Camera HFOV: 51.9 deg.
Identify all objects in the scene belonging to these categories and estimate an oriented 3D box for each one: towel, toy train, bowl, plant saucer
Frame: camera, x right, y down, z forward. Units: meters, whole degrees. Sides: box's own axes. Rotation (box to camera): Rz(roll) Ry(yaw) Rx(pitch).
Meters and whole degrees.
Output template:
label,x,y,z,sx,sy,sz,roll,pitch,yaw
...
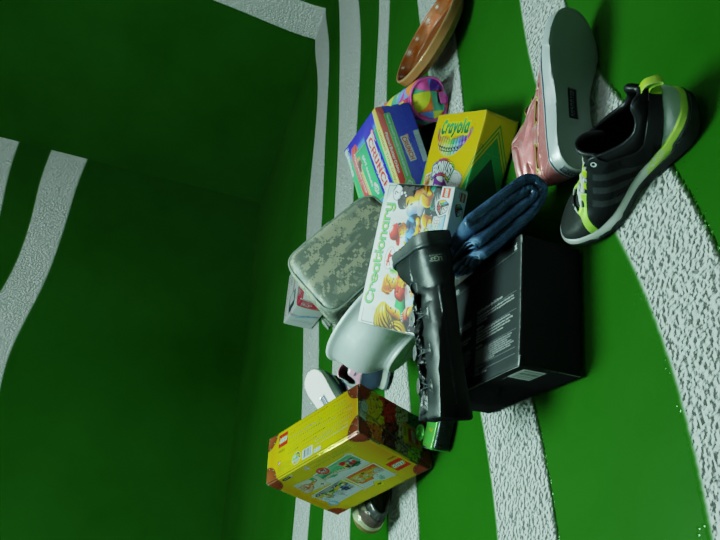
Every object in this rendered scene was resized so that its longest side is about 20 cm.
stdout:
label,x,y,z,sx,sy,sz,roll,pitch,yaw
towel,0.154,-0.045,0.865,0.111,0.049,0.200,-37,-8,-6
toy train,0.118,0.148,1.007,0.056,0.041,0.204,14,92,65
bowl,0.047,0.091,1.141,0.201,0.090,0.202,-42,-18,-17
plant saucer,0.131,-0.427,1.353,0.202,0.032,0.201,-56,15,23

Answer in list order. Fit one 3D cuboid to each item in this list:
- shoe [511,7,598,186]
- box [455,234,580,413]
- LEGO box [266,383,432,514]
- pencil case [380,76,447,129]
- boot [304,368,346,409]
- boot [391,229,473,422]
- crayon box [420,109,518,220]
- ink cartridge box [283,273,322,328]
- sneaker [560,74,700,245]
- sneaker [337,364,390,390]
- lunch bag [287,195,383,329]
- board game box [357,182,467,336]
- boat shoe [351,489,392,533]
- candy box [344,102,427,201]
label,x,y,z,sx,sy,sz,roll,pitch,yaw
shoe,0.216,-0.192,0.846,0.091,0.070,0.204,151,125,-63
box,0.161,0.069,0.832,0.200,0.077,0.144,132,145,-63
LEGO box,-0.018,0.266,1.074,0.199,0.148,0.078,-35,38,30
pencil case,0.094,-0.295,1.366,0.200,0.087,0.090,-178,100,-74
boot,-0.031,0.277,1.420,0.073,0.090,0.202,-40,57,20
boot,0.083,0.072,0.854,0.165,0.064,0.204,90,172,-80
crayon box,0.146,-0.140,1.089,0.200,0.057,0.176,-146,69,-74
ink cartridge box,-0.133,0.050,1.928,0.200,0.084,0.150,133,146,-60
sneaker,0.231,-0.106,0.702,0.201,0.081,0.073,118,159,-47
sneaker,-0.010,0.190,1.361,0.200,0.080,0.072,137,142,-66
lunch bag,0.000,0.000,1.215,0.199,0.139,0.168,-41,-23,-9
board game box,0.070,-0.016,1.010,0.125,0.034,0.204,9,86,45
boat shoe,0.022,0.312,1.185,0.066,0.071,0.203,-49,31,40
candy box,0.050,-0.179,1.328,0.200,0.076,0.172,144,110,-68
